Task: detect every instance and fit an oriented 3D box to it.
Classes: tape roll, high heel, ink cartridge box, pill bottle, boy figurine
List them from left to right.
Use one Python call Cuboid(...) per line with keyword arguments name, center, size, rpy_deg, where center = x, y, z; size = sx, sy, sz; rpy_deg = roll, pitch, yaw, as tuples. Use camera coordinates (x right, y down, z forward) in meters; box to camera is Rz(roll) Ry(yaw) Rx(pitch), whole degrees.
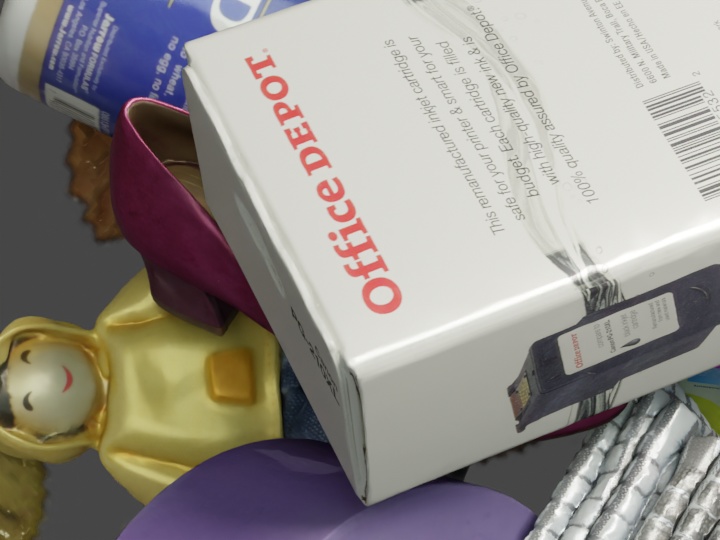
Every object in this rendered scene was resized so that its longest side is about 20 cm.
Cuboid(name="boy figurine", center=(-0.058, 0.040, 0.999), size=(0.199, 0.064, 0.125), rpy_deg=(3, 84, -4))
Cuboid(name="pill bottle", center=(-0.026, -0.083, 0.988), size=(0.200, 0.120, 0.120), rpy_deg=(26, 82, 2))
Cuboid(name="tape roll", center=(-0.011, 0.164, 0.912), size=(0.085, 0.200, 0.201), rpy_deg=(11, 78, 45))
Cuboid(name="high heel", center=(0.000, 0.000, 0.913), size=(0.199, 0.096, 0.068), rpy_deg=(13, 54, 19))
Cuboid(name="ink cartridge box", center=(0.059, -0.031, 0.853), size=(0.199, 0.084, 0.145), rpy_deg=(-20, 55, -12))

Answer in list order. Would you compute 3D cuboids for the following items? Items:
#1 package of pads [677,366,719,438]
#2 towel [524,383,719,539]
Cuboid(name="package of pads", center=(0.201, 0.028, 0.960), size=(0.199, 0.155, 0.068), rpy_deg=(4, 54, 0))
Cuboid(name="towel", center=(0.116, 0.157, 0.916), size=(0.085, 0.166, 0.200), rpy_deg=(12, 59, 38))
